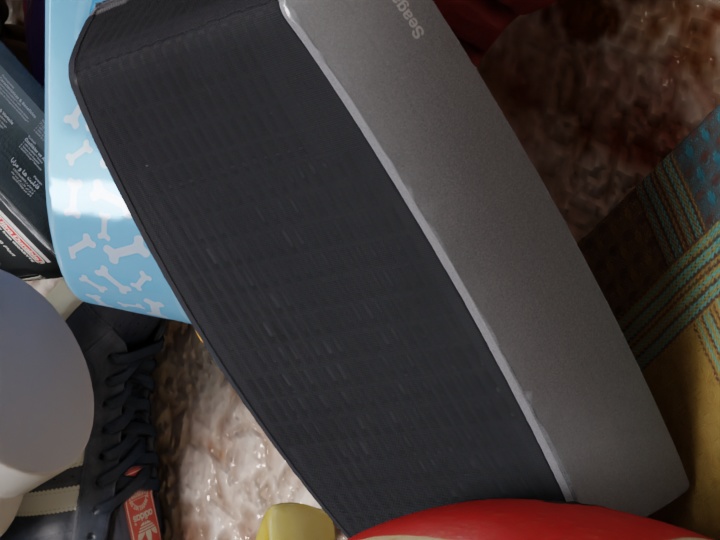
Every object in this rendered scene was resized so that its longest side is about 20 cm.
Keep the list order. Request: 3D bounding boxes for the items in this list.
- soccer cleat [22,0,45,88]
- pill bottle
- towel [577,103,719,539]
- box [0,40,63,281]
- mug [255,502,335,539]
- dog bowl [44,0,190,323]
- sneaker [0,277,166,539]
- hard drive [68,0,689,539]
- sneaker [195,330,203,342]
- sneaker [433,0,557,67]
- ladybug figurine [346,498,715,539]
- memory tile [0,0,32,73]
[{"bbox_3d":[-0.112,-0.132,0.911,0.073,0.068,0.200,-3,93,50],"label":"soccer cleat"},{"bbox_3d":[-0.202,0.076,0.875,0.200,0.112,0.112,-29,68,30],"label":"pill bottle"},{"bbox_3d":[0.122,0.058,0.648,0.147,0.022,0.200,-47,55,44],"label":"towel"},{"bbox_3d":[-0.199,-0.076,0.897,0.200,0.046,0.159,49,152,-21],"label":"box"},{"bbox_3d":[-0.017,0.190,0.777,0.149,0.187,0.153,27,128,14],"label":"mug"},{"bbox_3d":[-0.079,-0.079,0.824,0.049,0.111,0.200,-1,85,10],"label":"dog bowl"},{"bbox_3d":[-0.105,0.078,0.924,0.084,0.075,0.200,37,118,22],"label":"sneaker"},{"bbox_3d":[0.000,0.000,0.667,0.135,0.042,0.200,-12,115,46],"label":"hard drive"},{"bbox_3d":[-0.022,-0.058,0.787,0.078,0.077,0.200,-13,81,55],"label":"sneaker"},{"bbox_3d":[0.012,-0.103,0.715,0.200,0.071,0.098,-35,52,23],"label":"sneaker"},{"bbox_3d":[0.054,0.114,0.636,0.200,0.072,0.136,-2,133,43],"label":"ladybug figurine"},{"bbox_3d":[-0.220,-0.123,0.961,0.153,0.200,0.017,-2,57,46],"label":"memory tile"}]
